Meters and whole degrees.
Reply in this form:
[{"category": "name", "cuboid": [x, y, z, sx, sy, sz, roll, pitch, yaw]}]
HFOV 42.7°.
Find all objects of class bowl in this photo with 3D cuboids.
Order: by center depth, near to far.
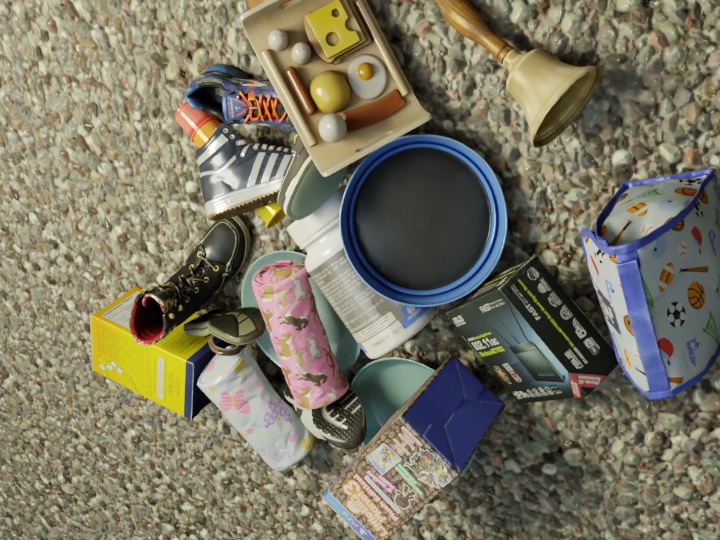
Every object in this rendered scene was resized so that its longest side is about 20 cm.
[{"category": "bowl", "cuboid": [0.074, -0.059, 1.090, 0.197, 0.039, 0.204, 0, 97, 2]}]

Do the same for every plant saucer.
[{"category": "plant saucer", "cuboid": [0.076, 0.202, 1.282, 0.198, 0.036, 0.203, 14, 121, 25]}, {"category": "plant saucer", "cuboid": [-0.077, 0.059, 1.300, 0.199, 0.039, 0.204, 14, 120, 26]}]

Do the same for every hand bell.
[{"category": "hand bell", "cuboid": [0.153, -0.238, 0.993, 0.200, 0.104, 0.105, 47, 130, 18]}]

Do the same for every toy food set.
[{"category": "toy food set", "cuboid": [-0.027, -0.226, 1.033, 0.142, 0.060, 0.202, -29, 95, -4]}]

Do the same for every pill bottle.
[{"category": "pill bottle", "cuboid": [0.000, 0.000, 1.175, 0.113, 0.114, 0.201, -32, 96, 38]}]

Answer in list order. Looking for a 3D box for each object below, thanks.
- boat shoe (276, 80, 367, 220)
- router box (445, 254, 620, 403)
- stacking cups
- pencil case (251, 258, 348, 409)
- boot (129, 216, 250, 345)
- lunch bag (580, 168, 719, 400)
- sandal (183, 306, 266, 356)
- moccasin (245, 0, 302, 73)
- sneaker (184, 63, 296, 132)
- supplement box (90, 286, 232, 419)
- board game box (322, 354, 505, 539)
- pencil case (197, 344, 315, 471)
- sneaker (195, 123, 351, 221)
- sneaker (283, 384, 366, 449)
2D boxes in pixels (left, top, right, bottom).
[{"category": "boat shoe", "cuboid": [-0.044, -0.156, 1.108, 0.060, 0.072, 0.203, 32, 90, 32]}, {"category": "router box", "cuboid": [0.192, 0.075, 1.066, 0.150, 0.062, 0.200, 51, 163, 1]}, {"category": "stacking cups", "cuboid": [-0.168, -0.151, 1.242, 0.200, 0.060, 0.061, 49, 129, 6]}, {"category": "pencil case", "cuboid": [-0.079, 0.086, 1.232, 0.083, 0.086, 0.203, 17, 128, 60]}, {"category": "boot", "cuboid": [-0.243, 0.015, 1.307, 0.073, 0.150, 0.200, 44, 128, 4]}, {"category": "lunch bag", "cuboid": [0.303, 0.011, 0.941, 0.122, 0.200, 0.172, -9, 110, 33]}, {"category": "sandal", "cuboid": [-0.188, 0.090, 1.314, 0.200, 0.079, 0.058, -2, 105, 60]}, {"category": "moccasin", "cuboid": [-0.087, -0.308, 1.092, 0.077, 0.073, 0.204, -25, 80, 30]}, {"category": "sneaker", "cuboid": [-0.140, -0.210, 1.175, 0.197, 0.078, 0.076, 13, 121, 26]}, {"category": "supplement box", "cuboid": [-0.308, 0.125, 1.430, 0.198, 0.109, 0.111, 22, 123, 21]}, {"category": "board game box", "cuboid": [0.068, 0.231, 1.178, 0.097, 0.159, 0.200, 43, 128, 6]}, {"category": "pencil case", "cuboid": [-0.151, 0.204, 1.364, 0.090, 0.083, 0.201, -35, 112, 9]}, {"category": "sneaker", "cuboid": [-0.117, -0.145, 1.175, 0.197, 0.070, 0.110, -19, 83, 4]}, {"category": "sneaker", "cuboid": [-0.038, 0.208, 1.303, 0.200, 0.073, 0.081, 29, 148, 62]}]
